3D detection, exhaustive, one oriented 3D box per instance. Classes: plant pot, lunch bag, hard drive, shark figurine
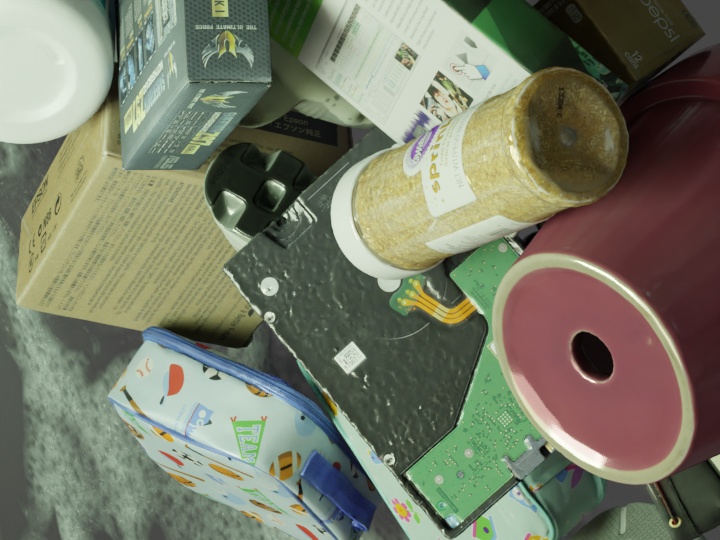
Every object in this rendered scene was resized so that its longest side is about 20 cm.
[{"bbox_3d":[0.170,0.010,1.174,0.199,0.179,0.201,29,137,32],"label":"plant pot"},{"bbox_3d":[-0.068,0.118,1.553,0.160,0.076,0.200,20,164,29],"label":"lunch bag"},{"bbox_3d":[0.038,0.029,1.284,0.200,0.140,0.038,49,-173,9],"label":"hard drive"},{"bbox_3d":[-0.065,-0.166,1.367,0.089,0.128,0.216,4,118,59],"label":"shark figurine"},{"bbox_3d":[0.053,0.087,1.452,0.201,0.077,0.160,59,145,-2],"label":"lunch bag"}]

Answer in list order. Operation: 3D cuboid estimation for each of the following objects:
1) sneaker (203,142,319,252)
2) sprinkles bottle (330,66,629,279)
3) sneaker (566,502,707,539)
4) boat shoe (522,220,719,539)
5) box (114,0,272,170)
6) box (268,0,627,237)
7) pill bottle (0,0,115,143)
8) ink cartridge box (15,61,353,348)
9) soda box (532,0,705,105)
[{"bbox_3d":[0.000,0.000,1.362,0.199,0.074,0.089,34,162,12],"label":"sneaker"},{"bbox_3d":[0.056,-0.045,1.165,0.069,0.068,0.200,60,152,-4],"label":"sprinkles bottle"},{"bbox_3d":[0.153,0.199,1.440,0.080,0.071,0.200,41,144,-21],"label":"sneaker"},{"bbox_3d":[0.147,0.063,1.319,0.063,0.074,0.202,-35,90,10],"label":"boat shoe"},{"bbox_3d":[-0.096,-0.152,1.276,0.200,0.051,0.159,142,126,-71],"label":"box"},{"bbox_3d":[0.033,-0.117,1.205,0.200,0.036,0.144,39,154,3],"label":"box"},{"bbox_3d":[-0.202,-0.177,1.413,0.201,0.110,0.111,-95,4,-50],"label":"pill bottle"},{"bbox_3d":[-0.115,-0.037,1.481,0.200,0.164,0.076,130,145,-52],"label":"ink cartridge box"},{"bbox_3d":[0.097,-0.098,1.274,0.068,0.064,0.200,53,144,3],"label":"soda box"}]
